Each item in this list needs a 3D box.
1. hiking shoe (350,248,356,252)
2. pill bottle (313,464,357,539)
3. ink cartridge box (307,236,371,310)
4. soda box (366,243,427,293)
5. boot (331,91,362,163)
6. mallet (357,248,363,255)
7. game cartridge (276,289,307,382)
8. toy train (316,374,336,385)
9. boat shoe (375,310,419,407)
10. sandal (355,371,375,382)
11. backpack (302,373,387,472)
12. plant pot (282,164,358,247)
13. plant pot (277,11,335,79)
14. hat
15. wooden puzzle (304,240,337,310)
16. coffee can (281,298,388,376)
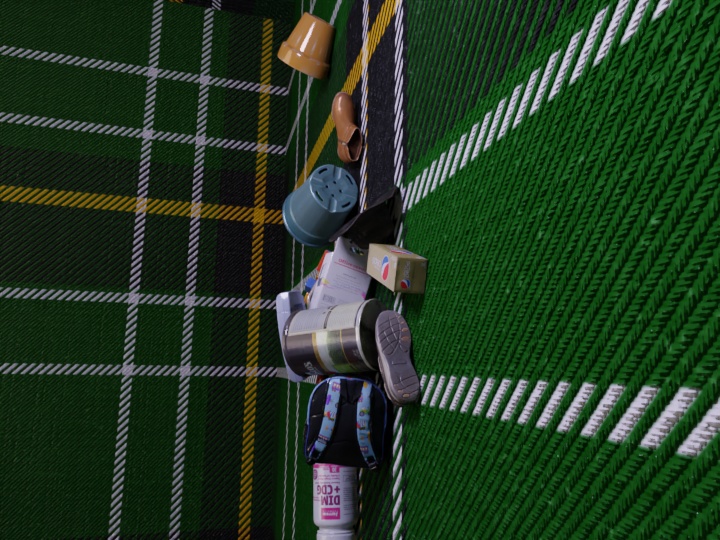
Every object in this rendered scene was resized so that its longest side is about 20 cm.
[{"bbox_3d":[-0.049,0.023,1.501,0.074,0.086,0.203,151,122,-72],"label":"hiking shoe"},{"bbox_3d":[-0.062,0.576,1.376,0.113,0.112,0.203,130,140,-66],"label":"pill bottle"},{"bbox_3d":[-0.042,0.030,1.336,0.067,0.116,0.202,-6,65,71],"label":"ink cartridge box"},{"bbox_3d":[0.069,-0.008,1.109,0.200,0.063,0.069,-144,59,-72],"label":"soda box"},{"bbox_3d":[-0.031,-0.409,1.569,0.155,0.073,0.203,-131,35,-71],"label":"boot"},{"bbox_3d":[0.000,0.000,1.429,0.066,0.041,0.202,-113,26,-60],"label":"mallet"},{"bbox_3d":[-0.149,0.148,1.264,0.133,0.040,0.203,4,-104,-83],"label":"game cartridge"},{"bbox_3d":[-0.059,0.185,1.336,0.201,0.084,0.116,-104,34,-48],"label":"toy train"},{"bbox_3d":[0.061,0.174,1.079,0.074,0.073,0.202,112,157,-50],"label":"boat shoe"},{"bbox_3d":[0.022,0.171,1.257,0.053,0.080,0.203,-12,65,30],"label":"sandal"},{"bbox_3d":[-0.029,0.308,1.182,0.135,0.180,0.203,-82,-3,-76],"label":"backpack"},{"bbox_3d":[-0.109,-0.197,1.613,0.196,0.198,0.203,140,132,-60],"label":"plant pot"},{"bbox_3d":[-0.186,-0.847,2.057,0.185,0.198,0.201,-62,25,24],"label":"plant pot"},{"bbox_3d":[0.024,-0.098,1.231,0.081,0.200,0.200,53,165,-5],"label":"hat"},{"bbox_3d":[-0.114,0.031,1.538,0.186,0.046,0.202,104,-170,-69],"label":"wooden puzzle"},{"bbox_3d":[-0.046,0.145,1.168,0.198,0.146,0.148,-11,71,32],"label":"coffee can"}]
